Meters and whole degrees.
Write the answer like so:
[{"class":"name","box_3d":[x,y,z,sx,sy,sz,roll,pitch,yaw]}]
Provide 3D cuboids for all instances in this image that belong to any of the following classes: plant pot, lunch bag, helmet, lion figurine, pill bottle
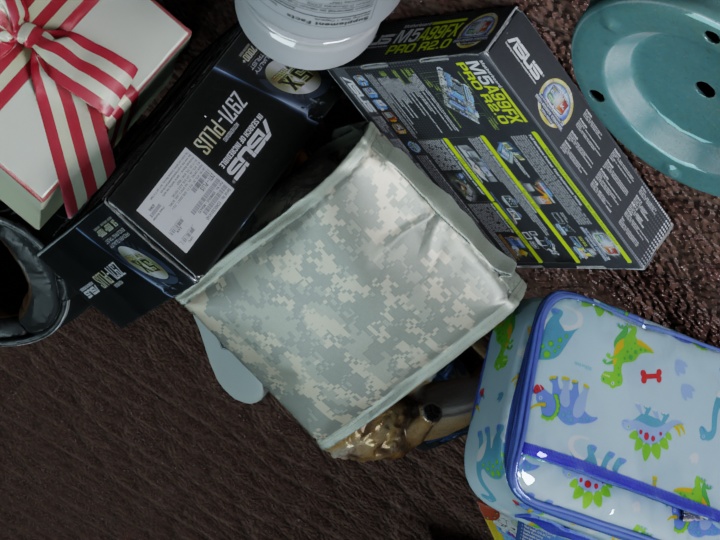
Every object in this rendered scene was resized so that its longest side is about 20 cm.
[{"class":"plant pot","box_3d":[0.201,-0.143,1.058,0.200,0.188,0.200,28,154,15]},{"class":"lunch bag","box_3d":[0.000,0.000,1.528,0.200,0.118,0.164,-35,106,34]},{"class":"lunch bag","box_3d":[0.176,0.114,1.515,0.199,0.161,0.082,23,163,-24]},{"class":"helmet","box_3d":[-0.278,-0.051,1.805,0.199,0.191,0.201,10,131,12]},{"class":"lion figurine","box_3d":[0.068,0.099,1.669,0.199,0.073,0.123,-5,160,-23]},{"class":"pill bottle","box_3d":[-0.017,-0.208,1.302,0.113,0.114,0.200,33,155,5]}]

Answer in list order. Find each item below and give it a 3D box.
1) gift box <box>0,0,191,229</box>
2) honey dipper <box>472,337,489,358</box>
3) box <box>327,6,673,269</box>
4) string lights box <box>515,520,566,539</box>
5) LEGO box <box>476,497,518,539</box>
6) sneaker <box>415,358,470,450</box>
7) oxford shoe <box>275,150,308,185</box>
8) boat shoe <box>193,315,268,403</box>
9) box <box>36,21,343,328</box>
[{"class":"gift box","box_3d":[-0.239,-0.133,1.565,0.184,0.200,0.187,35,168,-3]},{"class":"honey dipper","box_3d":[0.080,0.045,1.711,0.200,0.038,0.038,43,154,-23]},{"class":"box","box_3d":[0.093,-0.083,1.462,0.160,0.044,0.200,-1,137,51]},{"class":"string lights box","box_3d":[0.177,0.199,1.699,0.102,0.059,0.201,19,113,31]},{"class":"LEGO box","box_3d":[0.200,0.242,1.845,0.148,0.077,0.200,17,149,34]},{"class":"sneaker","box_3d":[0.052,0.080,1.778,0.200,0.075,0.077,68,178,-58]},{"class":"oxford shoe","box_3d":[-0.049,-0.044,1.682,0.071,0.072,0.200,29,165,3]},{"class":"boat shoe","box_3d":[-0.104,0.018,1.844,0.070,0.064,0.201,16,136,27]},{"class":"box","box_3d":[-0.118,-0.073,1.554,0.086,0.200,0.164,41,154,-11]}]
